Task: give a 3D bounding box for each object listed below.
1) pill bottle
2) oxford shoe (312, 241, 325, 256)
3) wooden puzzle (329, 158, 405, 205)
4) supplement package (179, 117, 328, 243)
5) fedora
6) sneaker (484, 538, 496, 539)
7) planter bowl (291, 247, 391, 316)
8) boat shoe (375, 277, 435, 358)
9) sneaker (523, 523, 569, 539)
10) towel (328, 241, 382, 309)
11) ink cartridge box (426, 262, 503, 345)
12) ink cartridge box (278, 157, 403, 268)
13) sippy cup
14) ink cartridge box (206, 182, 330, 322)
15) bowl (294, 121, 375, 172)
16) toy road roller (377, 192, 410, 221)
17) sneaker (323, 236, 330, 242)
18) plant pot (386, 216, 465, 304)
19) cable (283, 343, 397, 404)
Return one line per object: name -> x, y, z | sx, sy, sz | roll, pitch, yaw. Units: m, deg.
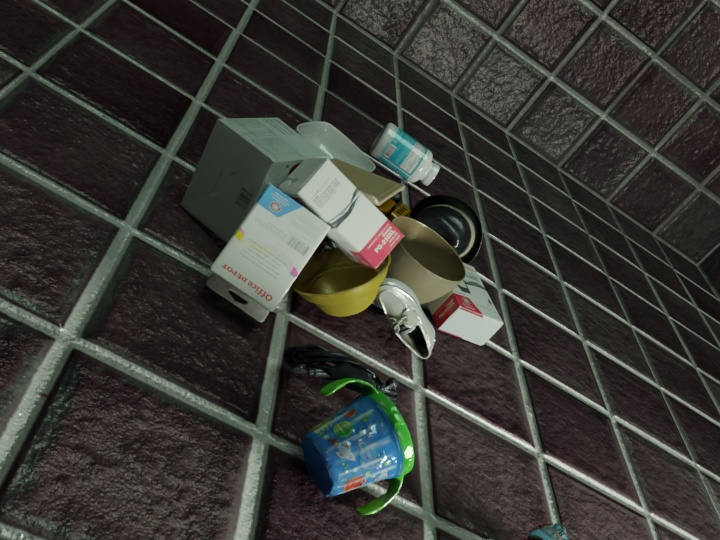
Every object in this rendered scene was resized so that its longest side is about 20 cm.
pill bottle -> 0.133, -0.332, 2.272 | 0.200, 0.111, 0.111 | 35, 27, -10
oxford shoe -> -0.140, -0.049, 1.536 | 0.075, 0.071, 0.200 | 39, 19, 22
wooden puzzle -> -0.014, -0.193, 1.726 | 0.184, 0.037, 0.200 | 24, 21, 14
supplement package -> -0.202, -0.175, 1.500 | 0.147, 0.192, 0.200 | 38, 25, 16
fedora -> 0.189, -0.090, 1.877 | 0.201, 0.201, 0.091 | 47, 25, 15
sneaker -> 0.274, 0.475, 1.221 | 0.203, 0.077, 0.146 | 51, 39, 3
planter bowl -> -0.030, 0.031, 1.487 | 0.201, 0.199, 0.084 | -77, 155, -61
boat shoe -> 0.088, 0.099, 1.553 | 0.200, 0.072, 0.066 | 57, 26, -34
sneaker -> 0.327, 0.467, 1.157 | 0.095, 0.079, 0.201 | -18, 74, -49
towel -> 0.000, 0.000, 1.640 | 0.200, 0.024, 0.147 | 57, 12, 30
ink cartridge box -> 0.223, 0.060, 1.806 | 0.145, 0.083, 0.200 | 21, 32, -33
ink cartridge box -> -0.038, -0.106, 1.397 | 0.200, 0.084, 0.145 | 44, -8, -20
sippy cup -> -0.012, 0.259, 1.137 | 0.130, 0.140, 0.178 | -19, 63, -26
ink cartridge box -> -0.162, -0.026, 1.338 | 0.128, 0.200, 0.125 | 36, -5, -5
bowl -> -0.079, -0.287, 1.975 | 0.200, 0.075, 0.200 | 44, 27, 9
toy road roller -> 0.060, -0.100, 1.804 | 0.146, 0.123, 0.200 | 40, 27, 3
sneaker -> -0.068, -0.105, 1.576 | 0.074, 0.087, 0.200 | 20, -5, -39
plant pot -> 0.112, -0.001, 1.705 | 0.200, 0.135, 0.201 | 30, 27, -17
cable -> -0.031, 0.166, 1.274 | 0.199, 0.051, 0.163 | 17, -10, 10
